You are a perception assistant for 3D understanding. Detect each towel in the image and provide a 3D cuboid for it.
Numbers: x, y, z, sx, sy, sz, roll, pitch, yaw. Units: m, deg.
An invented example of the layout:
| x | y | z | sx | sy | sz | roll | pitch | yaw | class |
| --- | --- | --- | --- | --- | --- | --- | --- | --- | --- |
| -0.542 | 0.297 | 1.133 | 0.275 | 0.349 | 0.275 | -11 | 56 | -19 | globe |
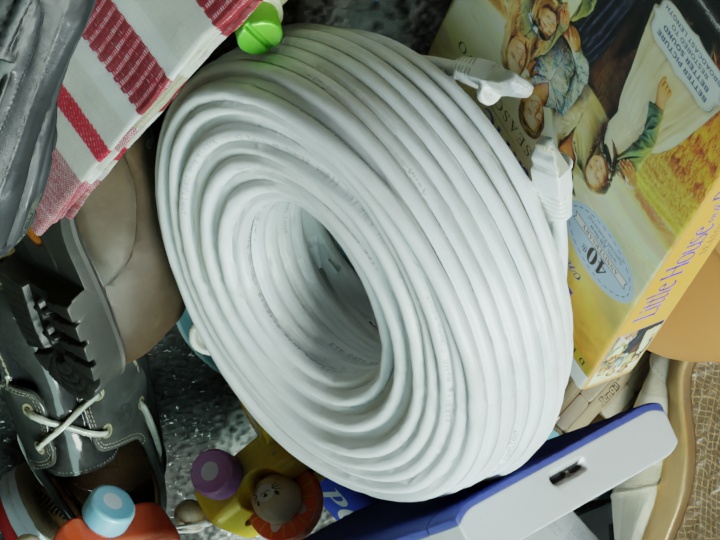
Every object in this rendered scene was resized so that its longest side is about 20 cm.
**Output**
| x | y | z | sx | sy | sz | roll | pitch | yaw | class |
| --- | --- | --- | --- | --- | --- | --- | --- | --- | --- |
| -0.102 | -0.125 | 1.012 | 0.200 | 0.144 | 0.023 | -45 | 168 | 37 | towel |

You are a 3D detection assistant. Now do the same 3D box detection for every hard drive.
| x | y | z | sx | sy | sz | roll | pitch | yaw | class |
| --- | --- | --- | --- | --- | --- | --- | --- | --- | --- |
| 0.025 | 0.112 | 1.207 | 0.132 | 0.025 | 0.200 | -24 | 179 | -42 | hard drive |

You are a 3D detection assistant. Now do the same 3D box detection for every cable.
| x | y | z | sx | sy | sz | roll | pitch | yaw | class |
| --- | --- | --- | --- | --- | --- | --- | --- | --- | --- |
| 0.000 | 0.000 | 1.108 | 0.069 | 0.200 | 0.201 | -31 | 125 | -32 | cable |

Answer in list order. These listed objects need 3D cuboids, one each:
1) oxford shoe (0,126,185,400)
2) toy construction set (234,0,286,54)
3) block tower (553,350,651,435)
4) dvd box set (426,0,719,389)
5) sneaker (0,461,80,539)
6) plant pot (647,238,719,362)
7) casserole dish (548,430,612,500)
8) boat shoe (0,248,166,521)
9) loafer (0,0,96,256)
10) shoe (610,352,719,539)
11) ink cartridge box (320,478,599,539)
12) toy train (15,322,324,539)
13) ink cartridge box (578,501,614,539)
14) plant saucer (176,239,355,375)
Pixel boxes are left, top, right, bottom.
| x | y | z | sx | sy | sz | roll | pitch | yaw | class |
| --- | --- | --- | --- | --- | --- | --- | --- | --- | --- |
| -0.114 | -0.046 | 1.165 | 0.084 | 0.073 | 0.200 | -35 | 138 | -25 | oxford shoe |
| -0.019 | -0.154 | 1.027 | 0.131 | 0.092 | 0.200 | 23 | 142 | -35 | toy construction set |
| 0.069 | 0.017 | 1.229 | 0.058 | 0.054 | 0.200 | -48 | 137 | -4 | block tower |
| 0.086 | -0.066 | 1.044 | 0.029 | 0.147 | 0.200 | -20 | 157 | -27 | dvd box set |
| -0.159 | 0.170 | 1.414 | 0.112 | 0.071 | 0.200 | -24 | 143 | 12 | sneaker |
| 0.166 | -0.048 | 1.132 | 0.200 | 0.201 | 0.140 | 19 | 150 | -32 | plant pot |
| 0.148 | 0.080 | 1.370 | 0.199 | 0.039 | 0.121 | -5 | 161 | -7 | casserole dish |
| -0.127 | 0.058 | 1.285 | 0.072 | 0.068 | 0.200 | -11 | 141 | 3 | boat shoe |
| -0.136 | -0.088 | 0.988 | 0.070 | 0.068 | 0.201 | -17 | 131 | -48 | loafer |
| 0.151 | 0.093 | 1.269 | 0.070 | 0.053 | 0.201 | -7 | 123 | -19 | shoe |
| 0.073 | 0.149 | 1.344 | 0.200 | 0.044 | 0.094 | 49 | 141 | -12 | ink cartridge box |
| -0.059 | 0.092 | 1.263 | 0.150 | 0.056 | 0.200 | -5 | 140 | -44 | toy train |
| 0.200 | 0.148 | 1.400 | 0.145 | 0.084 | 0.200 | 5 | 159 | -34 | ink cartridge box |
| 0.013 | -0.008 | 1.265 | 0.199 | 0.027 | 0.200 | -6 | 142 | -5 | plant saucer |
